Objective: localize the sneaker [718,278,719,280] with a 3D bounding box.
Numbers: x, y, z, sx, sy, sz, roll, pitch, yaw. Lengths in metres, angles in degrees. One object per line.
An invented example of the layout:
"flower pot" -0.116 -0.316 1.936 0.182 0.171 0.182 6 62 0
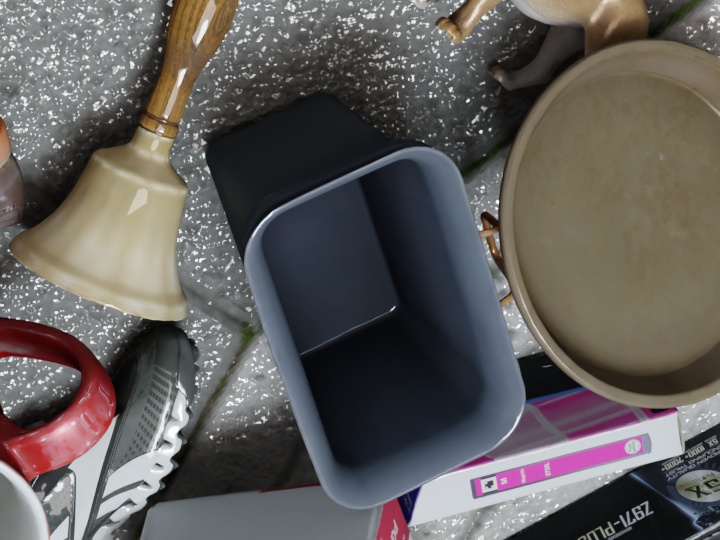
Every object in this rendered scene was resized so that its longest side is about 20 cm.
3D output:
"sneaker" 0.195 -0.009 1.698 0.199 0.085 0.077 21 149 -24

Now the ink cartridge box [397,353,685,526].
"ink cartridge box" 0.080 0.095 1.736 0.199 0.095 0.037 -16 122 -6

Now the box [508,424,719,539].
"box" 0.202 0.224 1.850 0.163 0.086 0.200 -28 123 1

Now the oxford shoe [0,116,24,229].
"oxford shoe" -0.273 -0.016 1.592 0.199 0.071 0.073 -20 128 -4

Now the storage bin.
"storage bin" 0.000 0.000 1.633 0.145 0.134 0.200 -25 124 -10

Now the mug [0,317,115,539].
"mug" -0.224 0.093 1.590 0.177 0.200 0.134 -5 120 -13

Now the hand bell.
"hand bell" -0.104 -0.084 1.600 0.104 0.104 0.201 18 102 -24

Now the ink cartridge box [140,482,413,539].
"ink cartridge box" -0.029 0.222 1.700 0.145 0.084 0.200 -9 127 16

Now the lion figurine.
"lion figurine" 0.105 -0.156 1.623 0.123 0.072 0.200 -46 135 4

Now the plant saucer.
"plant saucer" 0.156 -0.025 1.625 0.199 0.029 0.201 1 88 -28

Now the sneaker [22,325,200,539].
"sneaker" -0.164 0.111 1.696 0.090 0.067 0.200 20 114 -27
